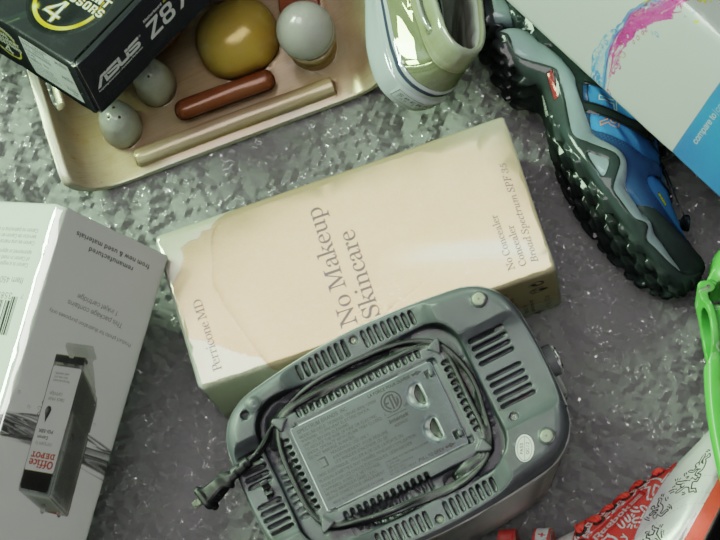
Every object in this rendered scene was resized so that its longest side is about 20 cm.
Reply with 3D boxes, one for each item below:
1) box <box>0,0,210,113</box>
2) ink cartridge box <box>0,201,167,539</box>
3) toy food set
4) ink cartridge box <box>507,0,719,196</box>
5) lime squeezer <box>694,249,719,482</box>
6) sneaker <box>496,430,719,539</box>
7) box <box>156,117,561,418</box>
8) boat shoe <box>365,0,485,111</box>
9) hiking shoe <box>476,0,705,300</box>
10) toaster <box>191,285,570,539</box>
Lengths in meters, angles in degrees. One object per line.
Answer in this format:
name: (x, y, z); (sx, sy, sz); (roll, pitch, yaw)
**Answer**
box: (-0.162, -0.191, 1.484); (0.199, 0.049, 0.161); (32, 68, 34)
ink cartridge box: (-0.200, 0.070, 1.420); (0.146, 0.083, 0.201); (4, 74, 46)
toy food set: (-0.093, -0.145, 1.503); (0.199, 0.060, 0.144); (-20, 75, 1)
ink cartridge box: (0.180, -0.151, 1.425); (0.200, 0.085, 0.144); (43, 48, 13)
lime squeezer: (0.206, 0.028, 1.419); (0.070, 0.038, 0.200); (34, 59, 2)
sneaker: (0.127, 0.142, 1.403); (0.107, 0.067, 0.202); (24, 75, 19)
box: (0.000, 0.000, 1.447); (0.199, 0.078, 0.096); (-20, 75, 1)
boat shoe: (0.034, -0.184, 1.477); (0.062, 0.072, 0.201); (-33, 58, 41)
hiking shoe: (0.140, -0.082, 1.454); (0.086, 0.074, 0.201); (-29, 79, -8)
toaster: (0.016, 0.097, 1.395); (0.199, 0.129, 0.114); (-27, 74, -1)
